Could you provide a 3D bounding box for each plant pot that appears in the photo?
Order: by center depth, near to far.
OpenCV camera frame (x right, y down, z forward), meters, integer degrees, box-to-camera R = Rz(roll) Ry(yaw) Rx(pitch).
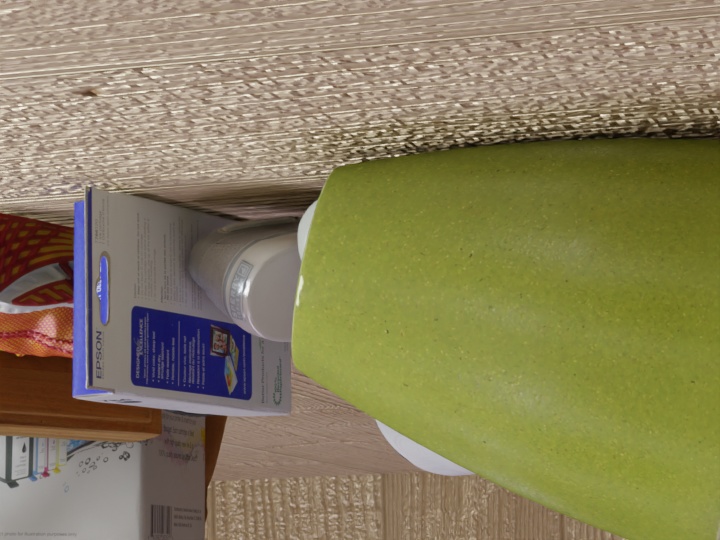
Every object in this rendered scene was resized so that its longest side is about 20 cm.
[{"bbox_3d":[0.077,0.018,1.120,0.199,0.188,0.187,12,174,9],"label":"plant pot"}]

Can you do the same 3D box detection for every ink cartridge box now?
[{"bbox_3d":[-0.097,0.019,1.274,0.039,0.100,0.200,-4,171,26],"label":"ink cartridge box"},{"bbox_3d":[-0.185,0.123,1.636,0.144,0.201,0.147,-1,172,12],"label":"ink cartridge box"}]

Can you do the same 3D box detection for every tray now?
[{"bbox_3d":[-0.198,0.036,1.357,0.199,0.099,0.037,6,166,-36],"label":"tray"}]

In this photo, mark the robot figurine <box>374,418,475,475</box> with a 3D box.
[{"bbox_3d":[0.083,0.054,1.480,0.150,0.126,0.200,-3,174,-36],"label":"robot figurine"}]

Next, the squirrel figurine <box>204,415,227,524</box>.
[{"bbox_3d":[-0.197,0.132,1.773,0.186,0.201,0.142,14,135,-8],"label":"squirrel figurine"}]

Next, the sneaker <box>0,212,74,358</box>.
[{"bbox_3d":[-0.149,0.015,1.332,0.199,0.073,0.077,19,147,-37],"label":"sneaker"}]

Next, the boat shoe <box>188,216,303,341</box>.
[{"bbox_3d":[0.000,0.000,1.300,0.199,0.072,0.068,-10,-152,-39],"label":"boat shoe"}]

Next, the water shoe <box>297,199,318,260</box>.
[{"bbox_3d":[0.065,-0.005,1.235,0.199,0.072,0.079,2,176,-9],"label":"water shoe"}]

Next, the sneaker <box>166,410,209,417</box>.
[{"bbox_3d":[-0.106,0.040,1.504,0.199,0.075,0.088,11,161,-42],"label":"sneaker"}]
